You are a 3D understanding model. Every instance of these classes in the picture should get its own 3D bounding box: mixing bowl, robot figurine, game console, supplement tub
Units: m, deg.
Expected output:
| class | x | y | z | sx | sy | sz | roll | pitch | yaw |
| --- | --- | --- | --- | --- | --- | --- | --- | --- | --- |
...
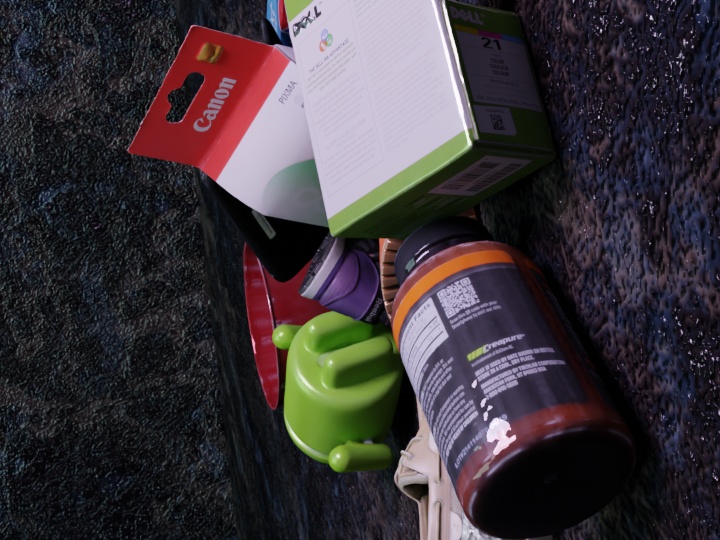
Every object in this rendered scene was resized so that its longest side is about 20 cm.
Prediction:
| class | x | y | z | sx | sy | sz | roll | pitch | yaw |
| --- | --- | --- | --- | --- | --- | --- | --- | --- | --- |
| mixing bowl | -0.068 | 0.057 | 1.293 | 0.200 | 0.108 | 0.201 | 172 | 90 | -76 |
| robot figurine | -0.019 | 0.120 | 1.110 | 0.176 | 0.115 | 0.200 | 59 | 157 | 30 |
| game console | -0.089 | -0.119 | 1.128 | 0.116 | 0.176 | 0.200 | 36 | 167 | 36 |
| supplement tub | 0.082 | 0.055 | 0.675 | 0.200 | 0.106 | 0.107 | -111 | 18 | -44 |

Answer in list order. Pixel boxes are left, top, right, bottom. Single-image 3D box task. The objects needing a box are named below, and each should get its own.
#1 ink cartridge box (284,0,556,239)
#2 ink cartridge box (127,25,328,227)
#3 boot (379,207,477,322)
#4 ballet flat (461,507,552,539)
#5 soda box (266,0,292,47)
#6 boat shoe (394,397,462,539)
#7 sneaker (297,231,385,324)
| class | x | y | z | sx | sy | sz | roll | pitch | yaw |
| --- | --- | --- | --- | --- | --- | --- | --- | --- | --- |
| ink cartridge box | 0.030 | -0.139 | 0.720 | 0.148 | 0.076 | 0.201 | -29 | 67 | 47 |
| ink cartridge box | -0.073 | -0.113 | 0.917 | 0.161 | 0.199 | 0.050 | -50 | 43 | 43 |
| boot | 0.045 | -0.050 | 0.852 | 0.107 | 0.075 | 0.201 | -144 | 56 | -76 |
| ballet flat | 0.105 | 0.218 | 0.780 | 0.072 | 0.071 | 0.201 | -126 | 29 | -63 |
| soda box | -0.058 | -0.292 | 1.129 | 0.200 | 0.064 | 0.068 | 99 | 158 | -54 |
| boat shoe | 0.062 | 0.161 | 0.892 | 0.072 | 0.065 | 0.201 | 99 | 165 | -55 |
| sneaker | 0.000 | 0.000 | 1.051 | 0.076 | 0.087 | 0.200 | -56 | 5 | 21 |
